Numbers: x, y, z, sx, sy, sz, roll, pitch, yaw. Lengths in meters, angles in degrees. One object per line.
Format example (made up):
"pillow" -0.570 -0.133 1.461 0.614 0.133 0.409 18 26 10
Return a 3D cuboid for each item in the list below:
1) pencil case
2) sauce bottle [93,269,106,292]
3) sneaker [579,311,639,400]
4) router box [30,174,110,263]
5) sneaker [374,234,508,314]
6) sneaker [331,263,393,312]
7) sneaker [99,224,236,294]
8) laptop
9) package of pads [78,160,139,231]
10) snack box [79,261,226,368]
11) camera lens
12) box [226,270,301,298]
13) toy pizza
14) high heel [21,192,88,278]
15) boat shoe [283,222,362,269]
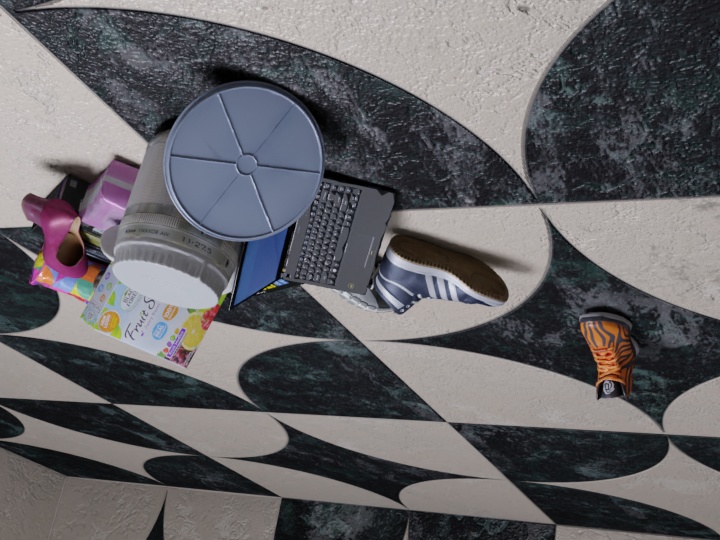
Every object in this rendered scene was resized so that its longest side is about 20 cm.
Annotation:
"pencil case" -0.489 0.021 1.868 0.199 0.090 0.088 27 153 -30
"sauce bottle" -0.372 0.036 1.773 0.198 0.065 0.065 7 160 40
"sneaker" 0.407 0.147 1.694 0.077 0.114 0.200 -5 152 33
"router box" -0.402 -0.068 1.656 0.198 0.053 0.157 24 153 -27
"sneaker" 0.116 0.026 1.567 0.198 0.071 0.109 22 130 -8
"sneaker" 0.000 0.000 1.601 0.198 0.076 0.115 19 154 -15
"sneaker" -0.273 -0.006 1.517 0.197 0.075 0.116 8 152 4
"laptop" -0.064 -0.028 1.413 0.197 0.104 0.179 11 124 -10
"package of pads" -0.307 -0.083 1.549 0.198 0.077 0.120 23 157 -25
"snack box" -0.322 0.055 1.647 0.053 0.144 0.199 25 175 45
"camera lens" -0.226 -0.071 1.368 0.158 0.203 0.160 12 158 5
"box" -0.200 -0.014 1.695 0.159 0.050 0.198 28 152 -37
"toy pizza" -0.140 -0.133 1.269 0.198 0.202 0.032 21 -164 -23
"high heel" -0.434 -0.036 1.573 0.095 0.068 0.201 21 157 22
"boat shoe" -0.087 -0.048 1.508 0.197 0.074 0.075 6 124 -4
